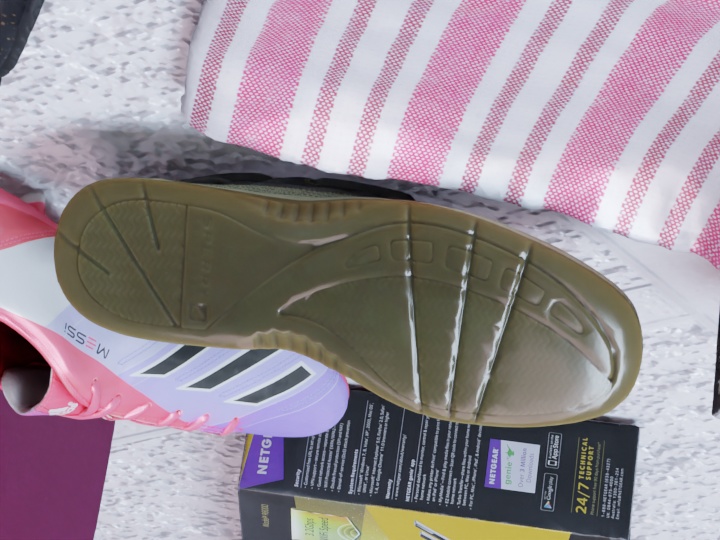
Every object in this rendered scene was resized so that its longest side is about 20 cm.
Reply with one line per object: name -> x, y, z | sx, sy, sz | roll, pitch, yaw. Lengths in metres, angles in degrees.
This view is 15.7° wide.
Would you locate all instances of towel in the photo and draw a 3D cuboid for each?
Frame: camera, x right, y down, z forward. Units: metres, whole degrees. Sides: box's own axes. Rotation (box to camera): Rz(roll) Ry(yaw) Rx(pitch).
towel -> 0.049, -0.058, 0.789 | 0.199, 0.030, 0.147 | 12, 152, -6

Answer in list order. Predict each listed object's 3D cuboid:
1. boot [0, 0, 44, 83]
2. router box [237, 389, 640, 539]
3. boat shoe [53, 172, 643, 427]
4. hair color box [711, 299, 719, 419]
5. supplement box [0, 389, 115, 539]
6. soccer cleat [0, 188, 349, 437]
boot -> -0.152, -0.099, 0.734 | 0.131, 0.070, 0.200 | 20, 147, -11
router box -> 0.031, 0.118, 1.111 | 0.156, 0.053, 0.200 | 7, 153, 4
boat shoe -> -0.001, 0.001, 0.881 | 0.200, 0.072, 0.066 | 10, -162, 10
hair color box -> 0.229, 0.030, 0.872 | 0.199, 0.062, 0.102 | 14, 152, -13
supplement box -> -0.219, 0.081, 1.058 | 0.199, 0.104, 0.131 | -10, 146, 31
soccer cleat -> -0.089, 0.031, 0.951 | 0.199, 0.077, 0.067 | 29, 147, -33
